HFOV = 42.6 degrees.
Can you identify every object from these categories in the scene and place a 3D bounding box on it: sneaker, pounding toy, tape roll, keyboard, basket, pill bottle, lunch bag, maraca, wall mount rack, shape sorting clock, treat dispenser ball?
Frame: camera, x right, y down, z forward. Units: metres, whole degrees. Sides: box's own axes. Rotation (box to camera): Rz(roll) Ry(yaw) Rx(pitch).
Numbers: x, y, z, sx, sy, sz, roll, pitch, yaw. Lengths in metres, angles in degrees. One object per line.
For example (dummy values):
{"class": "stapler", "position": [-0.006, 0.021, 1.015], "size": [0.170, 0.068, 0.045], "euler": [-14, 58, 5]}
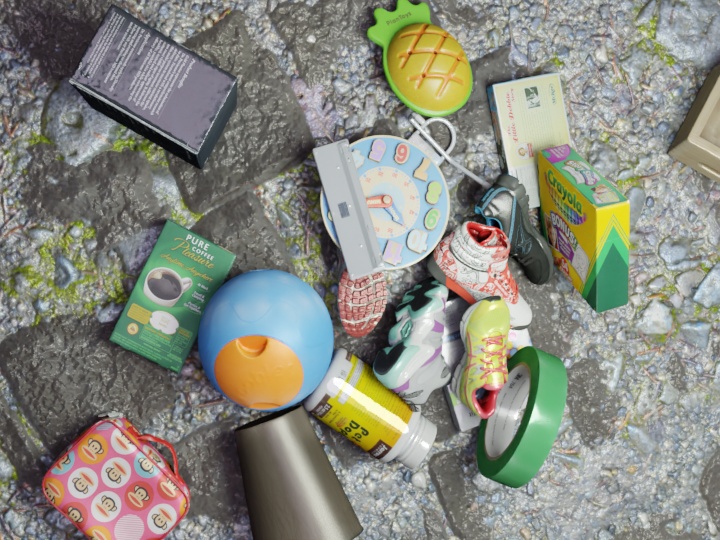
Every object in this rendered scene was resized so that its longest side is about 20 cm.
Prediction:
{"class": "sneaker", "position": [0.204, 0.007, 1.385], "size": [0.199, 0.068, 0.108], "euler": [33, 128, -14]}
{"class": "pounding toy", "position": [0.619, -0.202, 1.494], "size": [0.197, 0.142, 0.187], "euler": [30, 86, 3]}
{"class": "sneaker", "position": [0.191, 0.131, 1.365], "size": [0.076, 0.091, 0.204], "euler": [-7, 124, -18]}
{"class": "tape roll", "position": [0.234, 0.214, 1.357], "size": [0.047, 0.200, 0.204], "euler": [21, 88, -7]}
{"class": "keyboard", "position": [-0.017, -0.090, 1.345], "size": [0.055, 0.011, 0.204], "euler": [-17, 81, 3]}
{"class": "basket", "position": [-0.108, 0.318, 1.385], "size": [0.177, 0.136, 0.204], "euler": [-20, 88, 20]}
{"class": "pill bottle", "position": [0.017, 0.216, 1.411], "size": [0.198, 0.109, 0.110], "euler": [35, 86, -7]}
{"class": "lunch bag", "position": [-0.351, 0.317, 1.374], "size": [0.176, 0.082, 0.201], "euler": [-43, 96, -6]}
{"class": "maraca", "position": [0.092, -0.327, 1.418], "size": [0.135, 0.107, 0.202], "euler": [-27, 80, -19]}
{"class": "sneaker", "position": [0.235, -0.050, 1.434], "size": [0.082, 0.073, 0.202], "euler": [-40, 119, -16]}
{"class": "sneaker", "position": [0.000, 0.000, 1.416], "size": [0.076, 0.082, 0.205], "euler": [3, 82, -8]}
{"class": "wall mount rack", "position": [0.101, -0.139, 1.436], "size": [0.173, 0.075, 0.201], "euler": [42, 86, -8]}
{"class": "sneaker", "position": [0.105, 0.120, 1.407], "size": [0.140, 0.077, 0.202], "euler": [48, 60, -30]}
{"class": "shape sorting clock", "position": [0.037, -0.102, 1.371], "size": [0.195, 0.039, 0.205], "euler": [1, 85, -7]}
{"class": "treat dispenser ball", "position": [-0.137, 0.100, 1.342], "size": [0.196, 0.201, 0.206], "euler": [0, 91, -8]}

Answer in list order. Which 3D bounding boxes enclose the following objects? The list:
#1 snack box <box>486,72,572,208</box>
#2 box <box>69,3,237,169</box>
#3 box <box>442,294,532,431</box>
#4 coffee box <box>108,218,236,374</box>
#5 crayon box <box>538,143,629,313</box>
{"class": "snack box", "position": [0.277, -0.205, 1.478], "size": [0.113, 0.037, 0.205], "euler": [-11, 93, -9]}
{"class": "box", "position": [-0.285, -0.252, 1.315], "size": [0.194, 0.200, 0.126], "euler": [31, 86, -8]}
{"class": "box", "position": [0.196, 0.133, 1.471], "size": [0.153, 0.041, 0.204], "euler": [-18, 94, -7]}
{"class": "coffee box", "position": [-0.282, 0.039, 1.398], "size": [0.121, 0.044, 0.203], "euler": [25, 88, -8]}
{"class": "crayon box", "position": [0.329, -0.066, 1.378], "size": [0.057, 0.201, 0.176], "euler": [-15, 123, -7]}
